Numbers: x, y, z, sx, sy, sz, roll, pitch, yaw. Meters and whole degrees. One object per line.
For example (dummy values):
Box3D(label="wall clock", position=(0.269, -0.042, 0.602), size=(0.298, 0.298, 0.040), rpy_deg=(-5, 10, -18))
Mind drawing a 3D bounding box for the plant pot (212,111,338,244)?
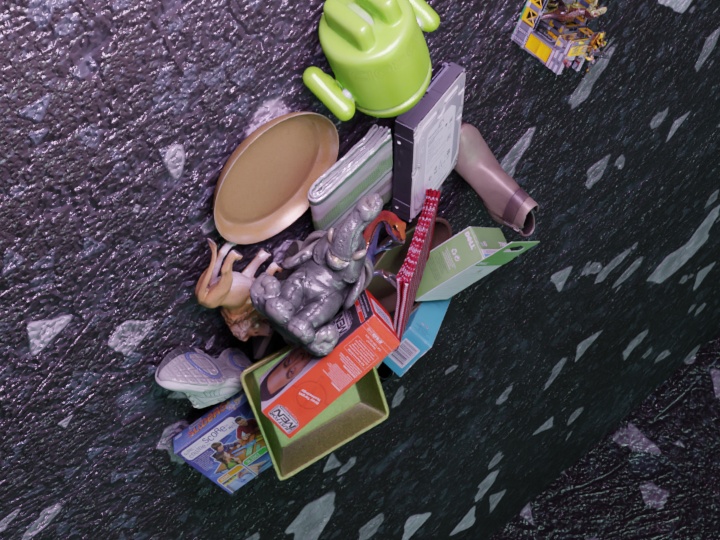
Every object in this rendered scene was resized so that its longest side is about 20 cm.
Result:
Box3D(label="plant pot", position=(-0.111, -0.121, 1.411), size=(0.199, 0.027, 0.201), rpy_deg=(-34, 151, -22))

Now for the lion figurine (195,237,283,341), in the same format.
Box3D(label="lion figurine", position=(-0.172, 0.026, 1.481), size=(0.123, 0.072, 0.199), rpy_deg=(-53, 147, 8))

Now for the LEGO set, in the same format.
Box3D(label="LEGO set", position=(0.321, -0.361, 1.608), size=(0.199, 0.116, 0.155), rpy_deg=(-10, 136, -50))

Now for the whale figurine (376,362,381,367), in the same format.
Box3D(label="whale figurine", position=(-0.061, 0.134, 1.753), size=(0.198, 0.105, 0.159), rpy_deg=(-26, -167, -11))

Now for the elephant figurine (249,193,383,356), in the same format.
Box3D(label="elephant figurine", position=(-0.038, 0.002, 1.461), size=(0.201, 0.154, 0.142), rpy_deg=(-54, 127, -11))

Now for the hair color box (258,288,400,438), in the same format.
Box3D(label="hair color box", position=(-0.045, 0.123, 1.503), size=(0.200, 0.102, 0.061), rpy_deg=(-42, 110, 8))

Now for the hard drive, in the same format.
Box3D(label="hard drive", position=(0.097, -0.180, 1.581), size=(0.140, 0.038, 0.201), rpy_deg=(-51, 157, -30))

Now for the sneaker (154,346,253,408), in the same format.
Box3D(label="sneaker", position=(-0.224, 0.161, 1.584), size=(0.087, 0.075, 0.199), rpy_deg=(-49, 153, 16))

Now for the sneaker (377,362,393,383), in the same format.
Box3D(label="sneaker", position=(0.003, 0.173, 1.892), size=(0.070, 0.099, 0.202), rpy_deg=(-28, 149, -34))

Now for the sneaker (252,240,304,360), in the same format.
Box3D(label="sneaker", position=(-0.080, 0.058, 1.595), size=(0.105, 0.075, 0.201), rpy_deg=(15, 121, -23))

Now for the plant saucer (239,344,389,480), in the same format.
Box3D(label="plant saucer", position=(-0.071, 0.175, 1.633), size=(0.198, 0.048, 0.202), rpy_deg=(-28, 121, -18))

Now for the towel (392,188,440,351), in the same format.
Box3D(label="towel", position=(0.075, -0.004, 1.581), size=(0.146, 0.022, 0.201), rpy_deg=(96, 11, -46))

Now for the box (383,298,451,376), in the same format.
Box3D(label="box", position=(0.095, 0.090, 1.853), size=(0.082, 0.049, 0.200), rpy_deg=(-46, -174, 27))

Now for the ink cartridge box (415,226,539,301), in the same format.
Box3D(label="ink cartridge box", position=(0.175, -0.022, 1.777), size=(0.199, 0.060, 0.103), rpy_deg=(-33, 162, 31))

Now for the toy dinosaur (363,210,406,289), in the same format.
Box3D(label="toy dinosaur", position=(0.000, 0.000, 1.646), size=(0.197, 0.105, 0.184), rpy_deg=(-9, 122, -26))

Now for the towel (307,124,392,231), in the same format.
Box3D(label="towel", position=(-0.014, -0.106, 1.543), size=(0.149, 0.031, 0.200), rpy_deg=(-42, 163, -14))

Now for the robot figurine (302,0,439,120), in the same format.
Box3D(label="robot figurine", position=(0.020, -0.258, 1.315), size=(0.176, 0.115, 0.200), rpy_deg=(-48, 154, -7))

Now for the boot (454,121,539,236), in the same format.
Box3D(label="boot", position=(0.213, -0.136, 1.725), size=(0.070, 0.146, 0.200), rpy_deg=(-44, 153, -4))

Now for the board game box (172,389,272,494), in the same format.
Box3D(label="board game box", position=(-0.168, 0.245, 1.697), size=(0.199, 0.035, 0.135), rpy_deg=(-36, 126, 13))

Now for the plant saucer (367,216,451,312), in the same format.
Box3D(label="plant saucer", position=(0.069, -0.011, 1.817), size=(0.199, 0.029, 0.201), rpy_deg=(-36, 151, -23))
